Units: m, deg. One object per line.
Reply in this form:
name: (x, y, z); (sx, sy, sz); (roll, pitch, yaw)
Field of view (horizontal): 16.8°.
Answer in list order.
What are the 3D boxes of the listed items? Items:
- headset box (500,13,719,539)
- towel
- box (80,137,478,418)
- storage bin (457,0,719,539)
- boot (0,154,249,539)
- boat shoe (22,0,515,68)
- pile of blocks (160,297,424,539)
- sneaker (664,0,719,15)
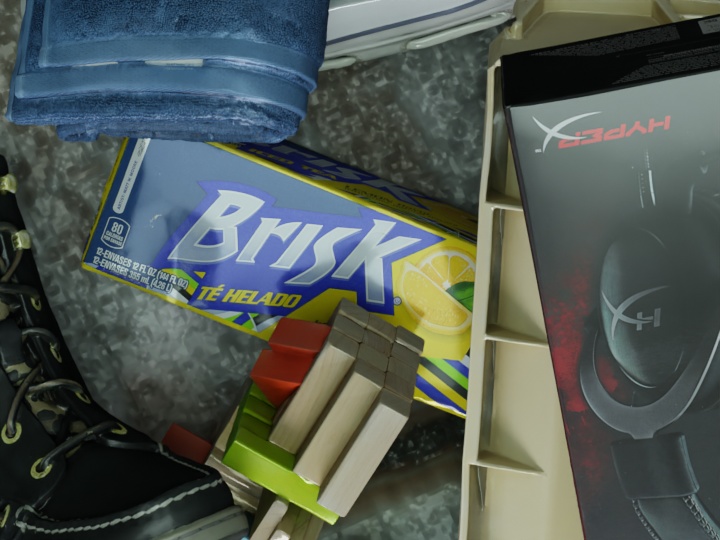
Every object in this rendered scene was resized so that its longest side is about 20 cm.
headset box: (0.131, 0.024, 0.741); (0.148, 0.077, 0.201); (-9, 106, 6)
towel: (-0.058, -0.143, 0.847); (0.111, 0.049, 0.201); (0, 73, 21)
box: (0.000, 0.000, 0.916); (0.199, 0.070, 0.065); (21, 101, -4)
storage bin: (0.136, 0.016, 0.828); (0.197, 0.094, 0.201); (4, 109, 2)
boot: (-0.121, 0.037, 0.870); (0.073, 0.203, 0.155); (-19, 96, -30)
boat shoe: (-0.025, -0.104, 0.895); (0.199, 0.066, 0.072); (-13, 67, 17)
pile of blocks: (-0.046, 0.080, 0.890); (0.062, 0.082, 0.200); (29, 139, -6)
sneaker: (0.126, -0.179, 0.851); (0.070, 0.109, 0.201); (0, 122, 5)
